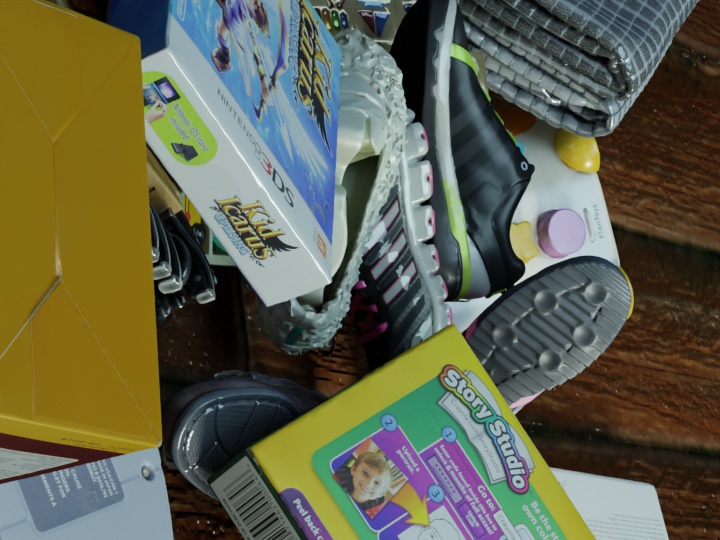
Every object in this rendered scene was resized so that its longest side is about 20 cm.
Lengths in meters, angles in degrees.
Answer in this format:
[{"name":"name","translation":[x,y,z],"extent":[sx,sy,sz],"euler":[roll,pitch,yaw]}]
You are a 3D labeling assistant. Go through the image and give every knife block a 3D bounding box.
[{"name":"knife block","translation":[-0.145,-0.060,1.417],"extent":[0.201,0.064,0.176],"euler":[58,3,-4]}]

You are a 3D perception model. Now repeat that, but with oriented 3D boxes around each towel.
[{"name":"towel","translation":[0.119,-0.195,1.877],"extent":[0.199,0.086,0.166],"euler":[32,38,3]}]

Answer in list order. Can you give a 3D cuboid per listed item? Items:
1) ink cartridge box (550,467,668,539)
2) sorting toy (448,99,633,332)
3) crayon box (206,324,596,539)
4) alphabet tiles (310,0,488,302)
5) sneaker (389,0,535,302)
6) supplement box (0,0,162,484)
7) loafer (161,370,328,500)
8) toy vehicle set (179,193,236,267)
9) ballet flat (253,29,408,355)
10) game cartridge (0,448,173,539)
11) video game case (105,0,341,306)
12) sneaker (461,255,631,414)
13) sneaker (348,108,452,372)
[{"name":"ink cartridge box","translation":[0.158,0.224,1.874],"extent":[0.199,0.045,0.177],"euler":[14,56,-54]},{"name":"sorting toy","translation":[0.075,-0.009,1.838],"extent":[0.179,0.107,0.202],"euler":[-16,91,-39]},{"name":"crayon box","translation":[0.038,0.155,1.560],"extent":[0.172,0.058,0.201],"euler":[-29,83,-40]},{"name":"alphabet tiles","translation":[0.016,-0.079,1.768],"extent":[0.165,0.006,0.202],"euler":[1,75,-31]},{"name":"sneaker","translation":[0.066,-0.074,1.750],"extent":[0.082,0.072,0.202],"euler":[-1,87,-23]},{"name":"supplement box","translation":[-0.212,-0.006,1.268],"extent":[0.132,0.199,0.199],"euler":[17,64,-53]},{"name":"loafer","translation":[-0.057,0.094,1.616],"extent":[0.199,0.063,0.072],"euler":[14,106,-52]},{"name":"toy vehicle set","translation":[-0.081,-0.102,1.625],"extent":[0.124,0.026,0.202],"euler":[2,88,-52]},{"name":"ballet flat","translation":[-0.012,-0.050,1.624],"extent":[0.072,0.071,0.202],"euler":[28,69,-50]},{"name":"game cartridge","translation":[-0.171,0.064,1.424],"extent":[0.133,0.041,0.201],"euler":[-18,85,-47]},{"name":"video game case","translation":[-0.071,-0.113,1.516],"extent":[0.182,0.045,0.201],"euler":[56,24,-38]},{"name":"sneaker","translation":[0.089,0.050,1.733],"extent":[0.070,0.200,0.082],"euler":[46,24,-9]},{"name":"sneaker","translation":[0.000,0.000,1.691],"extent":[0.087,0.074,0.202],"euler":[-1,79,-23]}]
